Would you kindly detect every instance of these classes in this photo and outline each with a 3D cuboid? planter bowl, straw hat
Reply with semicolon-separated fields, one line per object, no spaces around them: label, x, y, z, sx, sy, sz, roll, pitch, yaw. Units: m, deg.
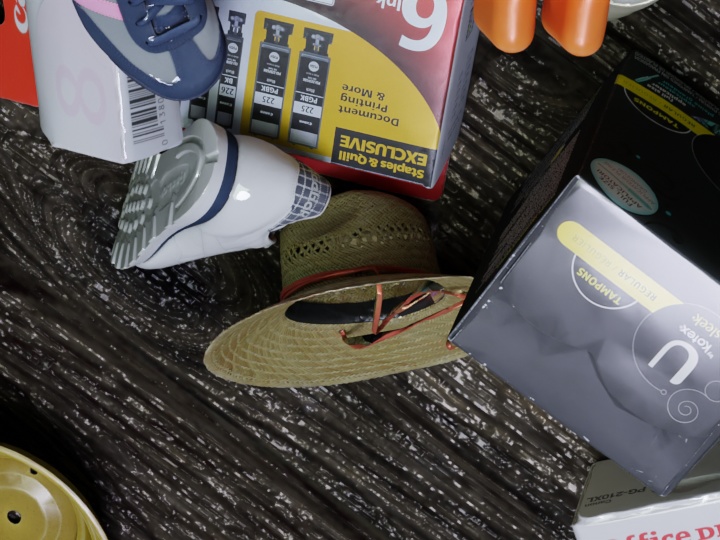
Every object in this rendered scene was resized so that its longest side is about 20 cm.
planter bowl;-0.238;0.178;1.674;0.200;0.083;0.201;6;116;12
straw hat;0.000;0.000;1.522;0.201;0.201;0.085;-17;71;21

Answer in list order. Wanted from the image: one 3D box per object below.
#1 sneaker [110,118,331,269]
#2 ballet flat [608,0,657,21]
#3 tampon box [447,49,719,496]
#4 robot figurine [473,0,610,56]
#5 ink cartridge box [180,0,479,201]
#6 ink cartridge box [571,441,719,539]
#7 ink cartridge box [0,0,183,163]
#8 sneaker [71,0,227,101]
sneaker;-0.088;-0.034;1.505;0.080;0.200;0.077;11;81;-22
ballet flat;0.176;-0.193;1.404;0.200;0.069;0.070;-34;102;26
tampon box;0.159;-0.004;1.419;0.150;0.200;0.126;35;118;-4
robot figurine;0.104;-0.216;1.340;0.144;0.117;0.201;13;110;27
ink cartridge box;-0.038;-0.123;1.482;0.199;0.084;0.176;13;118;8
ink cartridge box;0.230;0.205;1.562;0.144;0.084;0.200;-13;111;20
ink cartridge box;-0.183;-0.156;1.458;0.200;0.057;0.163;13;116;43
sneaker;-0.121;-0.165;1.323;0.070;0.082;0.200;-35;119;-9
